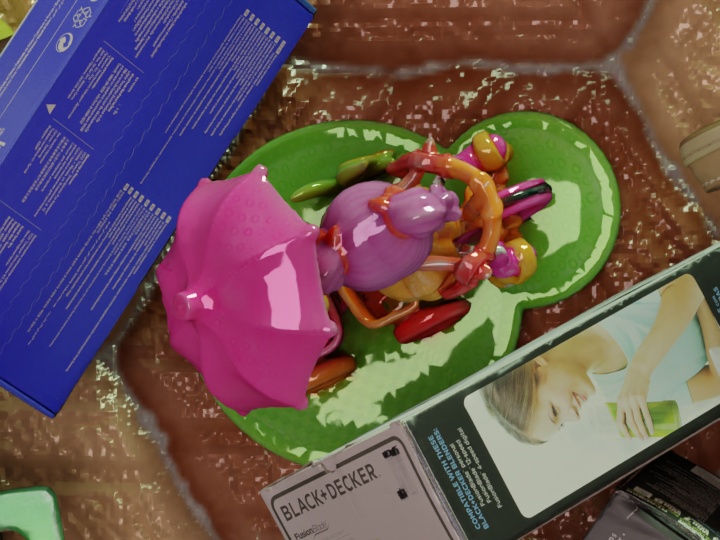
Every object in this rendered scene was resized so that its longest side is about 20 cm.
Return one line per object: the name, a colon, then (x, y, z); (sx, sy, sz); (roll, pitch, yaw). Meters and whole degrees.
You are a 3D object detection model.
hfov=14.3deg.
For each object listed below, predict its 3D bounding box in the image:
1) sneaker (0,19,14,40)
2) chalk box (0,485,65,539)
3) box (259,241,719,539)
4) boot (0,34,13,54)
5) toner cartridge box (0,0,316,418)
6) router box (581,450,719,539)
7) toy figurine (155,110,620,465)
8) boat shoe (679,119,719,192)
sneaker: (-0.208, -0.137, 1.233); (0.200, 0.077, 0.075); (39, 141, -11)
chalk box: (-0.223, 0.137, 1.228); (0.199, 0.124, 0.125); (-9, 91, 13)
box: (0.073, 0.058, 1.111); (0.117, 0.199, 0.060); (-31, 86, 55)
boot: (-0.150, -0.097, 1.167); (0.064, 0.199, 0.187); (28, 128, 51)
toner cartridge box: (-0.109, -0.050, 1.153); (0.043, 0.095, 0.201); (26, 81, 45)
router box: (0.082, 0.173, 1.150); (0.062, 0.150, 0.201); (35, 99, 9)
toy figurine: (0.000, 0.000, 1.137); (0.199, 0.184, 0.151); (-25, 85, 11)
boat shoe: (0.228, -0.048, 1.146); (0.199, 0.071, 0.065); (-10, 90, 11)
